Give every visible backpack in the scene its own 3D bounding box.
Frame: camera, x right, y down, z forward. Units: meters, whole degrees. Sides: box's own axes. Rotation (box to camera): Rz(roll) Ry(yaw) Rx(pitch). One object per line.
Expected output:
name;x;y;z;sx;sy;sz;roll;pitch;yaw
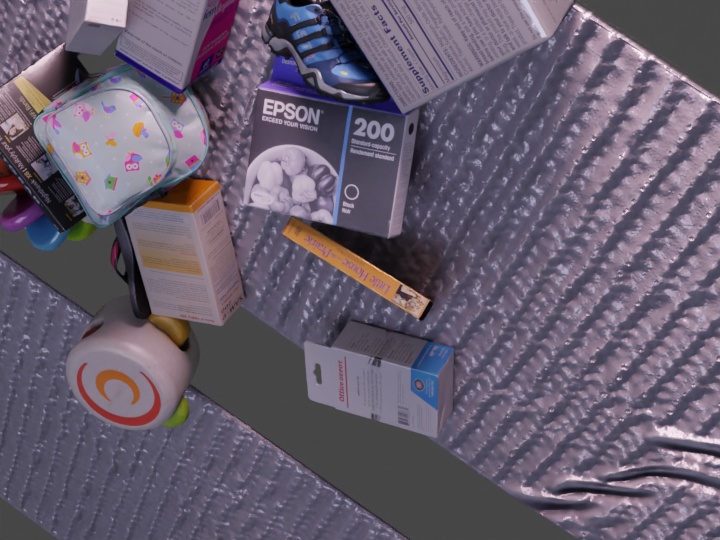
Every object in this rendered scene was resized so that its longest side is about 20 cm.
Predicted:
backpack;-0.290;-0.170;1.369;0.177;0.199;0.153;60;175;-11

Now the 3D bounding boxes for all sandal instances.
sandal;-0.334;-0.029;1.571;0.045;0.075;0.202;-4;105;20

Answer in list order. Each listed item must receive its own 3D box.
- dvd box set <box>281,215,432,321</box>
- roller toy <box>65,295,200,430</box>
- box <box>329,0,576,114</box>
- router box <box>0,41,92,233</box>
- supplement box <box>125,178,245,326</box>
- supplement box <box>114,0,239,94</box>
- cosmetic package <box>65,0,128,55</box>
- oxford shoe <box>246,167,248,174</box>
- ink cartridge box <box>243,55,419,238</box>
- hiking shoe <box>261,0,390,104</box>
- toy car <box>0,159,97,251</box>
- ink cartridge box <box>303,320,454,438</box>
dvd box set;0.000;0.000;1.374;0.199;0.146;0.030;32;90;6
roller toy;-0.345;0.135;1.664;0.180;0.140;0.201;8;128;12
box;0.086;-0.293;1.121;0.199;0.105;0.185;-21;111;38
router box;-0.399;-0.176;1.454;0.201;0.157;0.052;55;159;-14
supplement box;-0.248;-0.029;1.532;0.125;0.074;0.202;9;126;25
supplement box;-0.204;-0.326;1.270;0.103;0.101;0.201;31;133;7
cosmetic package;-0.312;-0.314;1.290;0.200;0.050;0.084;-174;88;-69
oxford shoe;-0.053;-0.098;1.371;0.198;0.071;0.073;14;134;22
ink cartridge box;-0.034;-0.156;1.281;0.196;0.043;0.202;13;104;19
hiking shoe;-0.038;-0.256;1.213;0.200;0.074;0.087;39;130;28
toy car;-0.457;-0.116;1.539;0.174;0.150;0.201;-10;117;35
ink cartridge box;0.026;0.144;1.501;0.198;0.067;0.117;14;129;21
